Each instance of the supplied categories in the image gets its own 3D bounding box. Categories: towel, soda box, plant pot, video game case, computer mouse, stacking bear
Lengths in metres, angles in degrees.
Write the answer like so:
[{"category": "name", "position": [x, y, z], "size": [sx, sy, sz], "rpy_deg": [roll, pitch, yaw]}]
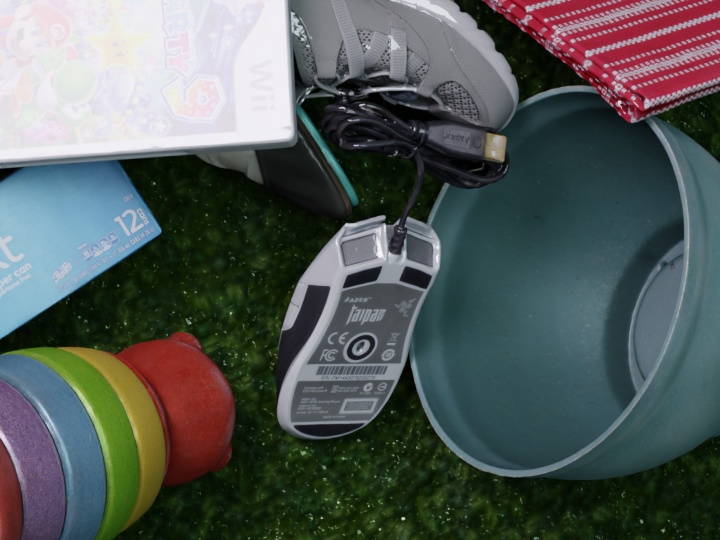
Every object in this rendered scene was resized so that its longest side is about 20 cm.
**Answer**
[{"category": "towel", "position": [0.124, -0.148, 1.285], "size": [0.144, 0.023, 0.200], "rpy_deg": [-21, 49, -37]}, {"category": "soda box", "position": [-0.203, 0.008, 1.246], "size": [0.199, 0.064, 0.068], "rpy_deg": [-34, 95, -15]}, {"category": "plant pot", "position": [0.139, 0.018, 1.287], "size": [0.134, 0.200, 0.202], "rpy_deg": [15, 82, -39]}, {"category": "video game case", "position": [-0.133, -0.124, 1.193], "size": [0.198, 0.018, 0.144], "rpy_deg": [-4, 81, 4]}, {"category": "computer mouse", "position": [0.000, 0.000, 1.275], "size": [0.109, 0.044, 0.201], "rpy_deg": [2, 126, -34]}, {"category": "stacking bear", "position": [-0.143, 0.087, 1.215], "size": [0.199, 0.113, 0.122], "rpy_deg": [-19, 85, -49]}]

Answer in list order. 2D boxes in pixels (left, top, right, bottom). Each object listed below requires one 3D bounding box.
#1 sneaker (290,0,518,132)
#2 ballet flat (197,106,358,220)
[{"category": "sneaker", "position": [-0.013, -0.111, 1.255], "size": [0.199, 0.075, 0.082], "rpy_deg": [27, 69, -18]}, {"category": "ballet flat", "position": [-0.075, -0.103, 1.292], "size": [0.068, 0.068, 0.201], "rpy_deg": [-28, 84, -5]}]
